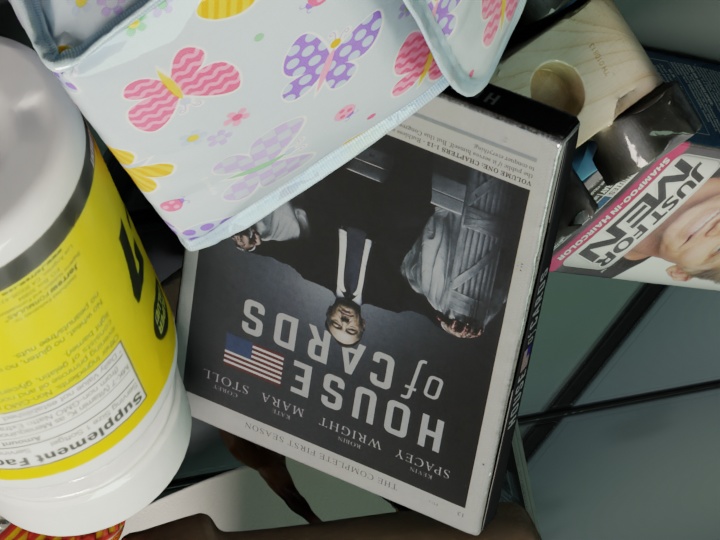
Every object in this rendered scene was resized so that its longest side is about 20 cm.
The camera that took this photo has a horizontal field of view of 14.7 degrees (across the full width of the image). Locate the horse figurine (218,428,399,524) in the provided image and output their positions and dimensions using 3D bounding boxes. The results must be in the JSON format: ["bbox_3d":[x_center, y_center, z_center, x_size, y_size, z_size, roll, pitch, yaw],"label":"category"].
[{"bbox_3d":[-0.020,0.072,1.338,0.050,0.132,0.200,-54,168,19],"label":"horse figurine"}]

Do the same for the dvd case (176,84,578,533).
[{"bbox_3d":[0.000,0.000,1.118,0.025,0.150,0.201,-49,155,-50],"label":"dvd case"}]

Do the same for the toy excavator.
[{"bbox_3d":[0.020,-0.037,1.189,0.194,0.100,0.200,-37,-176,-24],"label":"toy excavator"}]

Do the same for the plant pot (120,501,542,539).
[{"bbox_3d":[0.007,0.179,1.195,0.174,0.201,0.200,-20,153,-3],"label":"plant pot"}]

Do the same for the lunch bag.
[{"bbox_3d":[-0.021,-0.121,0.972,0.200,0.127,0.170,-34,154,-2],"label":"lunch bag"}]

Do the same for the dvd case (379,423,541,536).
[{"bbox_3d":[0.038,0.058,1.317,0.025,0.151,0.200,-16,157,15],"label":"dvd case"}]

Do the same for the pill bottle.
[{"bbox_3d":[-0.135,0.012,1.074,0.114,0.114,0.200,-25,143,-5],"label":"pill bottle"}]

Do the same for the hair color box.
[{"bbox_3d":[0.148,-0.047,1.334,0.200,0.061,0.100,5,140,-49],"label":"hair color box"}]

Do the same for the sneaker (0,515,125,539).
[{"bbox_3d":[-0.188,0.135,1.158,0.199,0.073,0.077,-14,155,-24],"label":"sneaker"}]

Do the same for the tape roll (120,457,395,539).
[{"bbox_3d":[-0.038,0.187,1.450,0.202,0.140,0.203,-19,164,-6],"label":"tape roll"}]
